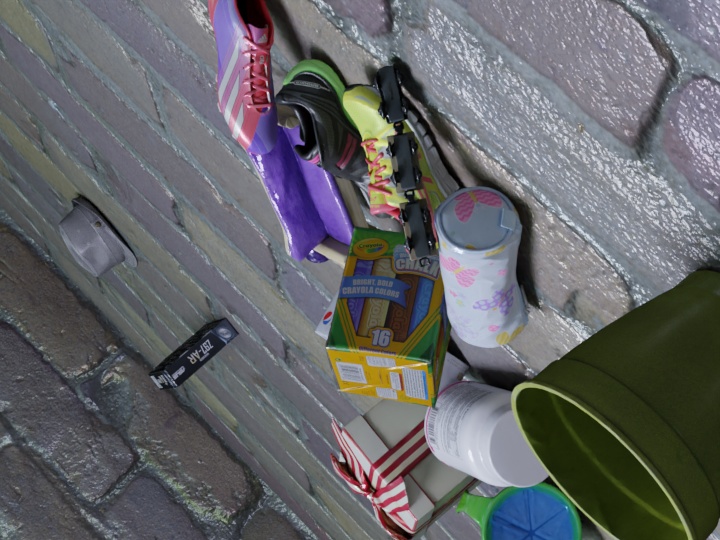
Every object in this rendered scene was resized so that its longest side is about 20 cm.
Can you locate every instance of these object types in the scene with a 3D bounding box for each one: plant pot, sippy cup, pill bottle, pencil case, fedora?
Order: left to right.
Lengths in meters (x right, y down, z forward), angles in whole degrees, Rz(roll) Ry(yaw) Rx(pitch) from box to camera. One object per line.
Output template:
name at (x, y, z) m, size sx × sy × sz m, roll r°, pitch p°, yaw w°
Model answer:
fedora at (-0.578, -0.058, 3.134) m, size 0.201 × 0.090 × 0.177 m, roll 51°, pitch 163°, yaw -7°
pencil case at (0.128, 0.000, 1.519) m, size 0.090 × 0.084 × 0.201 m, roll 18°, pitch 151°, yaw 21°
pill bottle at (0.162, 0.201, 1.781) m, size 0.114 × 0.113 × 0.200 m, roll 53°, pitch 168°, yaw -13°
sippy cup at (0.223, 0.352, 1.967) m, size 0.179 × 0.138 × 0.130 m, roll 60°, pitch 175°, yaw 6°
plant pot at (0.264, 0.109, 1.222) m, size 0.200 × 0.192 × 0.201 m, roll 44°, pitch 162°, yaw 18°

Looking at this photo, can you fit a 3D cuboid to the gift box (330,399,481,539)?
gift box at (0.068, 0.250, 2.005) m, size 0.185 × 0.186 × 0.201 m, roll 47°, pitch 164°, yaw 20°

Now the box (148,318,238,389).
box at (-0.334, 0.167, 2.888) m, size 0.044 × 0.160 × 0.200 m, roll 51°, pitch 162°, yaw -7°

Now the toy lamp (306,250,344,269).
toy lamp at (0.000, 0.000, 1.880) m, size 0.199 × 0.058 × 0.059 m, roll 29°, pitch 154°, yaw 46°

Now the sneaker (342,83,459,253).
sneaker at (0.036, -0.102, 1.518) m, size 0.201 × 0.090 × 0.078 m, roll 54°, pitch 164°, yaw -10°

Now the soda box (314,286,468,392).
soda box at (0.042, 0.101, 1.858) m, size 0.199 × 0.069 × 0.063 m, roll 34°, pitch 171°, yaw -31°

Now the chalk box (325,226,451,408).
chalk box at (0.045, 0.034, 1.671) m, size 0.122 × 0.202 × 0.125 m, roll 9°, pitch 153°, yaw 12°

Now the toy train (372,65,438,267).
toy train at (0.045, -0.104, 1.461) m, size 0.046 × 0.034 × 0.203 m, roll -62°, pitch -39°, yaw -85°

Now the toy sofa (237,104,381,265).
toy sofa at (-0.059, -0.103, 1.704) m, size 0.083 × 0.097 × 0.202 m, roll 24°, pitch 142°, yaw 54°

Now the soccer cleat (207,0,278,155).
soccer cleat at (-0.120, -0.228, 1.592) m, size 0.076 × 0.066 × 0.203 m, roll -4°, pitch 98°, yaw 51°

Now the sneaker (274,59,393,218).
sneaker at (-0.027, -0.135, 1.614) m, size 0.201 × 0.084 × 0.077 m, roll 54°, pitch 163°, yaw -14°
